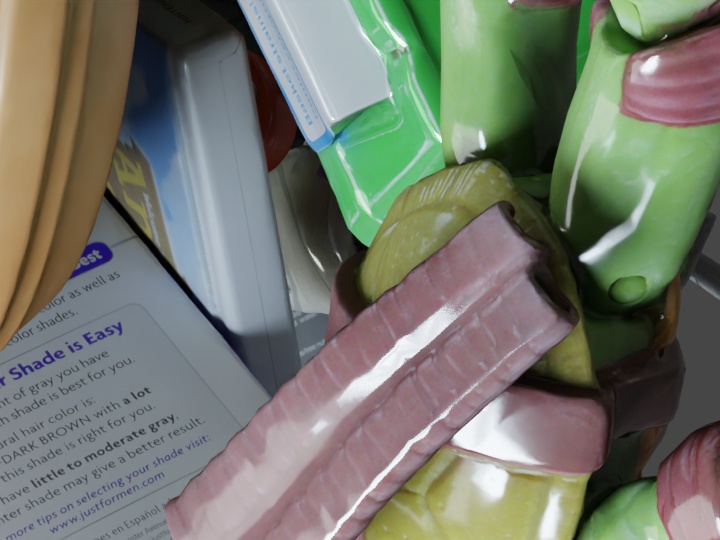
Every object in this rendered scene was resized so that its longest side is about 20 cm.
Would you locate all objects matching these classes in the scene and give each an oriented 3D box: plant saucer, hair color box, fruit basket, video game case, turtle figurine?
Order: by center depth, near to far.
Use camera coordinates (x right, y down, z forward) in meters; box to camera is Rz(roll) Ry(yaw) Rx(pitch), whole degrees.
[{"bbox_3d":[0.069,-0.011,0.471,0.144,0.199,0.195,-75,-15,-64],"label":"turtle figurine"},{"bbox_3d":[-0.090,-0.070,0.647,0.200,0.037,0.201,-177,90,-70],"label":"plant saucer"},{"bbox_3d":[-0.001,-0.072,0.651,0.186,0.093,0.200,64,163,-1],"label":"fruit basket"},{"bbox_3d":[-0.098,0.038,0.716,0.200,0.109,0.065,49,154,33],"label":"hair color box"},{"bbox_3d":[-0.073,-0.015,0.775,0.182,0.022,0.201,39,147,45],"label":"video game case"}]

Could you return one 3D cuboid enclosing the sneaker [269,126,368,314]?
[{"bbox_3d":[-0.032,-0.010,0.965,0.075,0.081,0.200,67,171,-10],"label":"sneaker"}]

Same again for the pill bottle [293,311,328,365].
[{"bbox_3d":[-0.026,0.025,1.297,0.116,0.115,0.201,90,154,-78],"label":"pill bottle"}]

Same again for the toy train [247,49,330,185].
[{"bbox_3d":[0.000,0.000,0.837,0.201,0.150,0.056,63,-165,19],"label":"toy train"}]

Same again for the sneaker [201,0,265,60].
[{"bbox_3d":[-0.025,-0.121,0.951,0.079,0.075,0.200,50,-166,-49],"label":"sneaker"}]
